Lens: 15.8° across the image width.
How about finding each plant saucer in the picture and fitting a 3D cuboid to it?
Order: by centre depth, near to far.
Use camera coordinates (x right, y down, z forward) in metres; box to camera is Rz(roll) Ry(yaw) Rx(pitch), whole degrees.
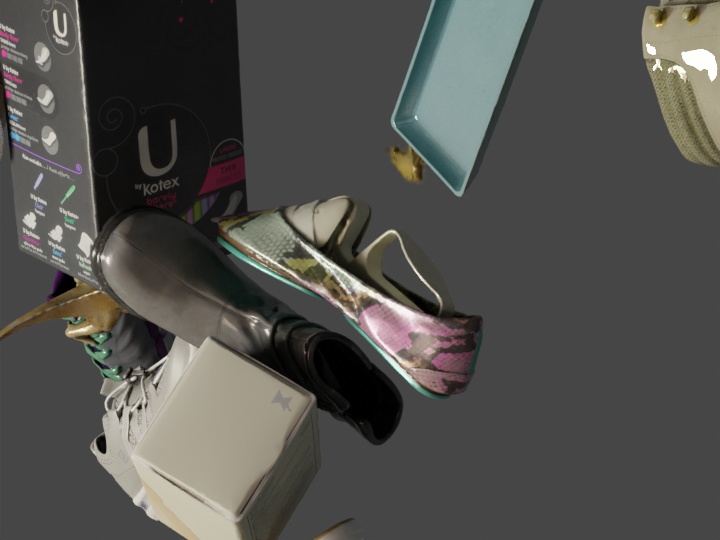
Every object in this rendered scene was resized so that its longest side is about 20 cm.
[{"bbox_3d":[0.067,-0.135,1.437,0.070,0.019,0.200,49,141,28],"label":"plant saucer"}]

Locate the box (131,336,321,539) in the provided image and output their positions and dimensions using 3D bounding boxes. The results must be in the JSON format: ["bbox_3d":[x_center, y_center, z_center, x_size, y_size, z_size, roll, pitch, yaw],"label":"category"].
[{"bbox_3d":[-0.080,0.118,1.608,0.078,0.095,0.200,31,165,8],"label":"box"}]

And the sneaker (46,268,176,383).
[{"bbox_3d":[-0.180,0.038,1.798,0.074,0.088,0.200,14,116,51],"label":"sneaker"}]

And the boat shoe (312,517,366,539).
[{"bbox_3d":[-0.019,0.237,1.696,0.069,0.071,0.200,50,149,25],"label":"boat shoe"}]

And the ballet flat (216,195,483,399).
[{"bbox_3d":[0.000,0.000,1.562,0.200,0.069,0.071,36,108,30],"label":"ballet flat"}]

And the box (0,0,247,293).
[{"bbox_3d":[-0.152,-0.104,1.659,0.106,0.122,0.200,23,124,47],"label":"box"}]

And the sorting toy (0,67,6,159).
[{"bbox_3d":[-0.284,-0.187,1.717,0.200,0.107,0.180,-85,-9,-63],"label":"sorting toy"}]

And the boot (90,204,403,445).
[{"bbox_3d":[-0.063,0.031,1.589,0.132,0.200,0.070,20,78,50],"label":"boot"}]

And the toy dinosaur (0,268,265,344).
[{"bbox_3d":[-0.168,0.017,1.697,0.101,0.200,0.058,161,95,-74],"label":"toy dinosaur"}]

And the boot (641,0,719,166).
[{"bbox_3d":[0.200,-0.132,1.213,0.155,0.072,0.200,19,122,51],"label":"boot"}]

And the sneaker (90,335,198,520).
[{"bbox_3d":[-0.140,0.094,1.732,0.082,0.075,0.200,33,138,6],"label":"sneaker"}]
